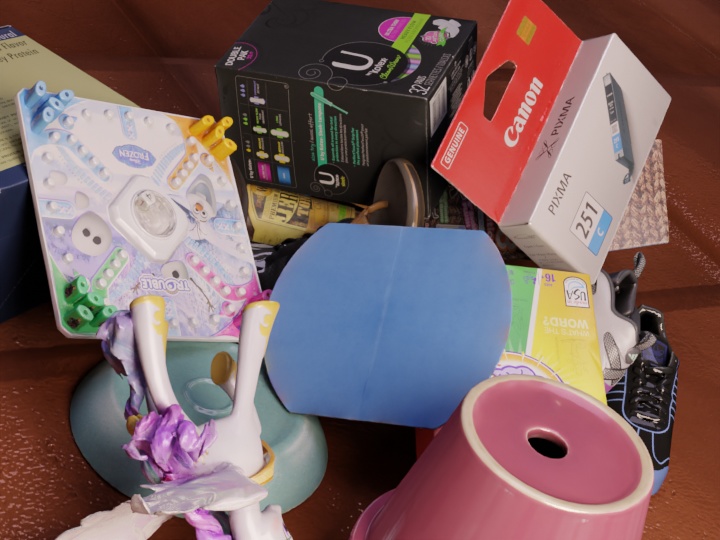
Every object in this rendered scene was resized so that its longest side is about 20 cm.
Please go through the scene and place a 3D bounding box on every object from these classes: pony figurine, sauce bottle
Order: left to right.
[{"bbox_3d":[-0.108,0.121,0.840,0.192,0.166,0.202,5,67,-47],"label":"pony figurine"},{"bbox_3d":[-0.088,-0.046,1.219,0.198,0.065,0.065,13,31,-8],"label":"sauce bottle"}]

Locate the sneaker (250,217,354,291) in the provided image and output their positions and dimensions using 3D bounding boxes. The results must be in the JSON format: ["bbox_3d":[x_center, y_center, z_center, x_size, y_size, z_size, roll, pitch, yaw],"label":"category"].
[{"bbox_3d":[-0.038,-0.012,1.161,0.198,0.084,0.077,5,33,-4],"label":"sneaker"}]

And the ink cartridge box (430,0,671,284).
[{"bbox_3d":[0.166,-0.118,1.112,0.176,0.201,0.045,38,-24,-29],"label":"ink cartridge box"}]

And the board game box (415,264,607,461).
[{"bbox_3d":[0.117,0.092,1.040,0.151,0.040,0.202,5,61,-15],"label":"board game box"}]

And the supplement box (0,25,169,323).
[{"bbox_3d":[-0.303,-0.084,1.092,0.199,0.135,0.200,32,33,20],"label":"supplement box"}]

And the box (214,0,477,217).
[{"bbox_3d":[-0.009,-0.152,1.188,0.198,0.125,0.149,11,40,19],"label":"box"}]

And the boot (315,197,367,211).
[{"bbox_3d":[0.010,-0.092,1.353,0.199,0.071,0.145,2,39,-17],"label":"boot"}]

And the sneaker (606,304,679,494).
[{"bbox_3d":[0.239,0.105,1.140,0.069,0.078,0.201,17,31,-4],"label":"sneaker"}]

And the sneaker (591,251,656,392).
[{"bbox_3d":[0.191,0.025,1.170,0.078,0.140,0.200,40,10,-45],"label":"sneaker"}]

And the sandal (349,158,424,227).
[{"bbox_3d":[0.000,0.000,1.079,0.054,0.202,0.082,22,-5,-25],"label":"sandal"}]

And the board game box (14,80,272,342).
[{"bbox_3d":[-0.160,-0.044,1.025,0.199,0.026,0.202,5,63,-45],"label":"board game box"}]

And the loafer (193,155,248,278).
[{"bbox_3d":[-0.137,-0.043,1.115,0.072,0.072,0.201,-17,53,10],"label":"loafer"}]

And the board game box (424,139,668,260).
[{"bbox_3d":[0.164,-0.064,1.259,0.158,0.098,0.199,-7,3,-35],"label":"board game box"}]

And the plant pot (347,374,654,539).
[{"bbox_3d":[0.097,0.176,0.851,0.198,0.180,0.201,14,32,-9],"label":"plant pot"}]

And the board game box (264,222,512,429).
[{"bbox_3d":[0.023,0.046,1.008,0.198,0.039,0.160,3,67,24],"label":"board game box"}]

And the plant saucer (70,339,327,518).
[{"bbox_3d":[-0.116,0.106,0.989,0.198,0.036,0.201,13,31,-8],"label":"plant saucer"}]
